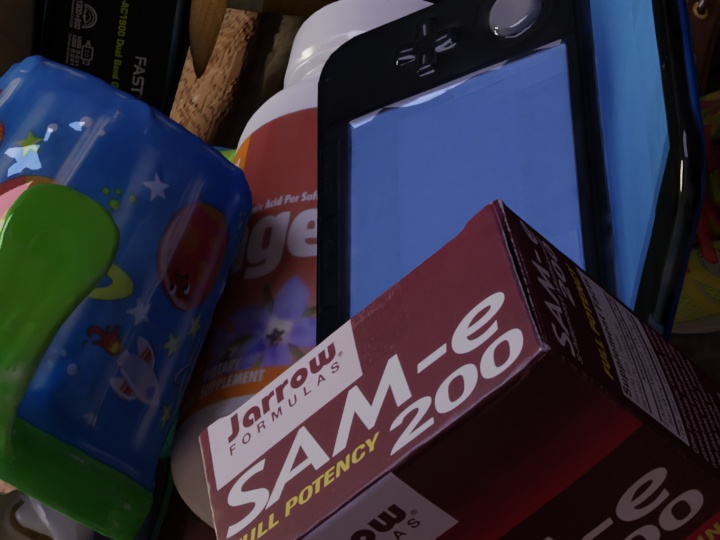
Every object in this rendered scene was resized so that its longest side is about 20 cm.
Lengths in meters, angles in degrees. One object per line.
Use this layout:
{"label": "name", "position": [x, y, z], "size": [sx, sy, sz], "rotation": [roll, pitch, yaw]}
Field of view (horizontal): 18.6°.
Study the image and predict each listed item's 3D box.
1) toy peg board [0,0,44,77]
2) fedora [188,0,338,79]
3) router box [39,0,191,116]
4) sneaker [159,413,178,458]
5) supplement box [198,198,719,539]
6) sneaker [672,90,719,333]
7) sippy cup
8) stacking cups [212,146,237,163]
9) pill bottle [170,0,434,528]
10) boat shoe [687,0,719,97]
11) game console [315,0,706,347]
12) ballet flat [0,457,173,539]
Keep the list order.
{"label": "toy peg board", "position": [-0.199, -0.070, 0.969], "size": [0.200, 0.097, 0.200], "rotation": [-71, -9, -87]}
{"label": "fedora", "position": [-0.019, -0.169, 0.979], "size": [0.201, 0.081, 0.202], "rotation": [-165, 90, -87]}
{"label": "router box", "position": [-0.098, -0.172, 1.023], "size": [0.200, 0.062, 0.150], "rotation": [-80, 3, -51]}
{"label": "sneaker", "position": [-0.129, 0.032, 0.921], "size": [0.200, 0.120, 0.084], "rotation": [23, 119, 51]}
{"label": "supplement box", "position": [0.064, 0.079, 0.601], "size": [0.109, 0.200, 0.061], "rotation": [-39, 38, 20]}
{"label": "sneaker", "position": [0.132, -0.033, 0.695], "size": [0.199, 0.090, 0.079], "rotation": [-24, 76, 37]}
{"label": "sippy cup", "position": [-0.106, 0.004, 0.748], "size": [0.177, 0.140, 0.131], "rotation": [19, 77, 49]}
{"label": "stacking cups", "position": [-0.070, -0.026, 0.980], "size": [0.200, 0.060, 0.061], "rotation": [-3, 58, 54]}
{"label": "pill bottle", "position": [0.000, 0.000, 0.818], "size": [0.112, 0.112, 0.201], "rotation": [-21, 46, 38]}
{"label": "boat shoe", "position": [0.113, -0.111, 0.826], "size": [0.072, 0.067, 0.201], "rotation": [-35, 33, 65]}
{"label": "game console", "position": [0.038, -0.048, 0.672], "size": [0.170, 0.118, 0.201], "rotation": [-19, 49, 23]}
{"label": "ballet flat", "position": [-0.127, 0.132, 0.891], "size": [0.073, 0.073, 0.201], "rotation": [-16, 49, 41]}
